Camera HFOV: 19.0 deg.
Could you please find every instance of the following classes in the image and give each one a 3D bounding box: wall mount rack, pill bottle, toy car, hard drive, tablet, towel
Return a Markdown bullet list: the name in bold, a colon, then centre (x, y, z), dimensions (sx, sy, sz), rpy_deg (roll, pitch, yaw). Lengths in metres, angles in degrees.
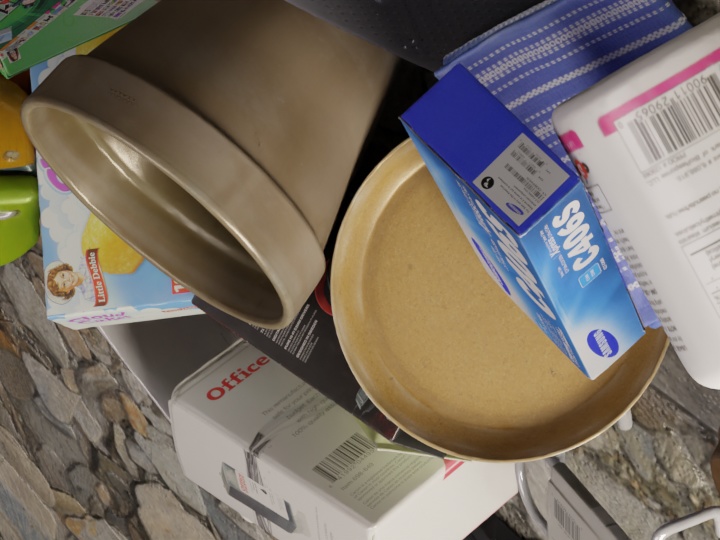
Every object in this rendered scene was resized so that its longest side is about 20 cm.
- **wall mount rack**: centre (0.170, 0.184, 1.323), dimensions (0.200, 0.074, 0.175), rpy_deg (-130, 29, -49)
- **pill bottle**: centre (0.185, -0.015, 1.027), dimensions (0.113, 0.113, 0.201), rpy_deg (-25, 94, 57)
- **toy car**: centre (-0.296, -0.097, 1.661), dimensions (0.201, 0.173, 0.151), rpy_deg (95, 165, -45)
- **hard drive**: centre (0.055, -0.153, 1.142), dimensions (0.199, 0.043, 0.135), rpy_deg (22, 153, -19)
- **tablet**: centre (-0.104, 0.082, 1.573), dimensions (0.200, 0.130, 0.014), rpy_deg (51, 125, 7)
- **towel**: centre (0.147, -0.060, 1.136), dimensions (0.144, 0.024, 0.200), rpy_deg (-23, 116, 42)

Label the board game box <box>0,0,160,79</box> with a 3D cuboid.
- **board game box**: centre (-0.152, -0.219, 1.304), dimensions (0.136, 0.199, 0.029), rpy_deg (69, 168, -20)

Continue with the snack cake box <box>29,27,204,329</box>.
- **snack cake box**: centre (-0.153, -0.069, 1.428), dimensions (0.067, 0.114, 0.202), rpy_deg (38, -134, -78)

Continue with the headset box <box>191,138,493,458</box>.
- **headset box**: centre (0.000, 0.000, 1.335), dimensions (0.199, 0.149, 0.075), rpy_deg (33, -175, 32)

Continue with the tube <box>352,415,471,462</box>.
- **tube**: centre (0.002, 0.060, 1.420), dimensions (0.200, 0.058, 0.052), rpy_deg (55, 166, 47)

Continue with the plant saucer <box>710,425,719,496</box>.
- **plant saucer**: centre (0.253, 0.166, 1.185), dimensions (0.201, 0.029, 0.200), rpy_deg (56, 175, 7)

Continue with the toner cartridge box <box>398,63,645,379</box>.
- **toner cartridge box**: centre (0.087, -0.021, 1.111), dimensions (0.095, 0.043, 0.200), rpy_deg (48, 177, 28)

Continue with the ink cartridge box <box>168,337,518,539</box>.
- **ink cartridge box**: centre (-0.012, 0.116, 1.459), dimensions (0.199, 0.145, 0.085), rpy_deg (30, 141, 35)

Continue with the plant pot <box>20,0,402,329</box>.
- **plant pot**: centre (-0.070, -0.096, 1.260), dimensions (0.199, 0.174, 0.200), rpy_deg (34, 164, 11)

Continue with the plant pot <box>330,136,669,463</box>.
- **plant pot**: centre (0.082, 0.009, 1.236), dimensions (0.201, 0.199, 0.027), rpy_deg (55, -176, 1)

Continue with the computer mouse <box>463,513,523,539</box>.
- **computer mouse**: centre (0.079, 0.224, 1.527), dimensions (0.200, 0.046, 0.141), rpy_deg (43, 144, 19)
